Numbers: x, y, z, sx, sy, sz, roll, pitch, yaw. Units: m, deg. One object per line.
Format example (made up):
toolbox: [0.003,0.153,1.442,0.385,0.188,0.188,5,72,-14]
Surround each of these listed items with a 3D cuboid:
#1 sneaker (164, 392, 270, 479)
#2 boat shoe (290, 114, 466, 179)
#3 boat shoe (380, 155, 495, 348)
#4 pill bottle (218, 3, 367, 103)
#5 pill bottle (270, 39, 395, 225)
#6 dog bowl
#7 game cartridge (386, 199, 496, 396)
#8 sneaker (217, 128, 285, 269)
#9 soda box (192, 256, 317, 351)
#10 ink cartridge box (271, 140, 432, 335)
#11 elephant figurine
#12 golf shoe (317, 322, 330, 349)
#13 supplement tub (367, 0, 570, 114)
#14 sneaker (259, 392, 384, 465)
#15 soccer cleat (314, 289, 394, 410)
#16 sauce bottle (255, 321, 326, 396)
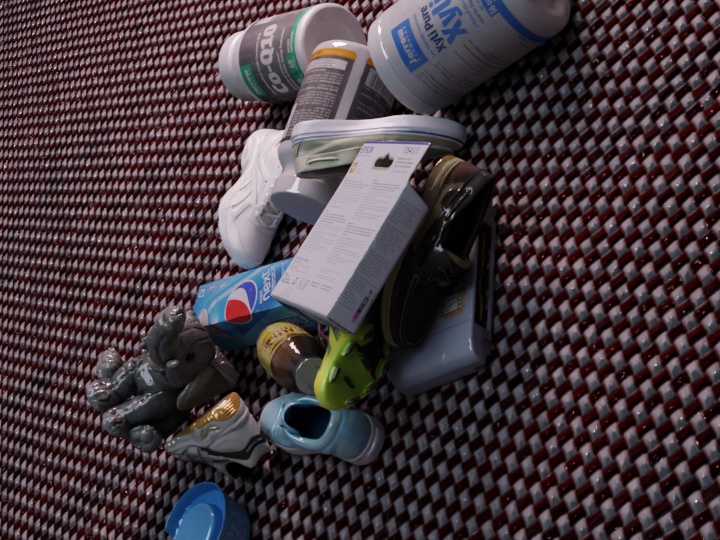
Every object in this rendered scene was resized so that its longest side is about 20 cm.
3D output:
sneaker: [-0.163,0.205,1.676,0.076,0.088,0.200,-41,3,-23]
boat shoe: [0.020,-0.133,1.639,0.198,0.072,0.063,-2,78,9]
boat shoe: [0.078,-0.014,1.466,0.064,0.073,0.202,20,94,37]
pill bottle: [-0.092,-0.277,1.904,0.199,0.113,0.114,-2,63,52]
pill bottle: [-0.032,-0.161,1.737,0.116,0.116,0.202,-2,63,51]
dog bowl: [-0.184,0.338,1.625,0.111,0.049,0.202,-1,64,51]
game cartridge: [0.082,0.026,1.530,0.133,0.041,0.202,-22,49,36]
sneaker: [-0.114,-0.098,1.836,0.099,0.078,0.202,-11,58,43]
soda box: [-0.116,0.041,1.740,0.199,0.068,0.065,-16,53,45]
ink cartridge box: [-0.001,-0.038,1.500,0.201,0.043,0.196,-57,19,-6]
elephant figurine: [-0.213,0.110,1.707,0.200,0.141,0.156,-44,17,25]
golf shoe: [0.000,0.000,1.637,0.092,0.072,0.202,120,166,-80]
supplement tub: [0.120,-0.274,1.617,0.199,0.131,0.133,-32,43,34]
sneaker: [-0.060,0.156,1.572,0.199,0.082,0.074,-1,64,52]
soccer cleat: [-0.007,0.064,1.507,0.083,0.065,0.201,-9,44,40]
sauce bottle: [-0.069,0.098,1.592,0.065,0.064,0.200,-61,16,-2]
